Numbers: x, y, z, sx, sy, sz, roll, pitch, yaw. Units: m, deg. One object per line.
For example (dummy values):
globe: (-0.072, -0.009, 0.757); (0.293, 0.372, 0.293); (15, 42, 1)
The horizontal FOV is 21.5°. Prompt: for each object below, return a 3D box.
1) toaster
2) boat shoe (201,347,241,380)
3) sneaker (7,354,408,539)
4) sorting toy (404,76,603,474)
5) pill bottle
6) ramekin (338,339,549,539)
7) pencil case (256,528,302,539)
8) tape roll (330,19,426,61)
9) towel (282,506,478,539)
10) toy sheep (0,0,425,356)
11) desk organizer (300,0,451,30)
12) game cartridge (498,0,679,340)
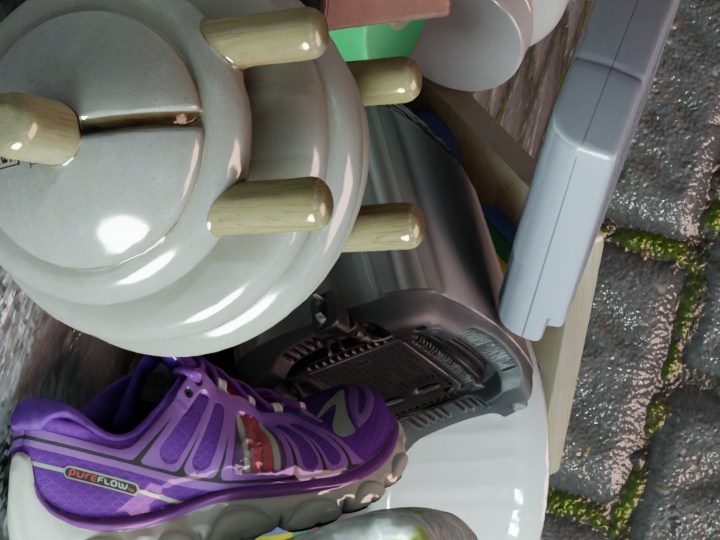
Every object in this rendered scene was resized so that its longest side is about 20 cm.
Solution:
toaster: (0.000, 0.000, 0.887); (0.200, 0.113, 0.130); (35, 36, -59)
boat shoe: (-0.067, 0.066, 0.884); (0.200, 0.068, 0.057); (-49, 154, -62)
sneaker: (-0.055, 0.066, 0.758); (0.199, 0.080, 0.084); (-8, 92, -50)
sorting toy: (0.052, 0.004, 1.172); (0.069, 0.199, 0.201); (-19, 137, -24)
pill bottle: (0.086, -0.208, 1.168); (0.113, 0.111, 0.201); (94, 15, -50)
ramekin: (0.015, 0.098, 1.054); (0.200, 0.097, 0.203); (-179, -90, -65)
pencil case: (-0.067, 0.176, 1.020); (0.088, 0.087, 0.202); (-51, 154, -65)
tape roll: (0.013, -0.184, 0.828); (0.200, 0.048, 0.203); (16, 90, -80)
towel: (-0.051, 0.144, 0.781); (0.171, 0.198, 0.049); (28, 43, -80)
toy sheep: (-0.058, -0.037, 0.592); (0.200, 0.137, 0.139); (21, 85, -69)
desk organizer: (-0.003, -0.192, 0.687); (0.077, 0.071, 0.202); (-15, 119, -45)
game cartridge: (0.114, -0.078, 0.881); (0.201, 0.041, 0.134); (-63, 173, -47)
